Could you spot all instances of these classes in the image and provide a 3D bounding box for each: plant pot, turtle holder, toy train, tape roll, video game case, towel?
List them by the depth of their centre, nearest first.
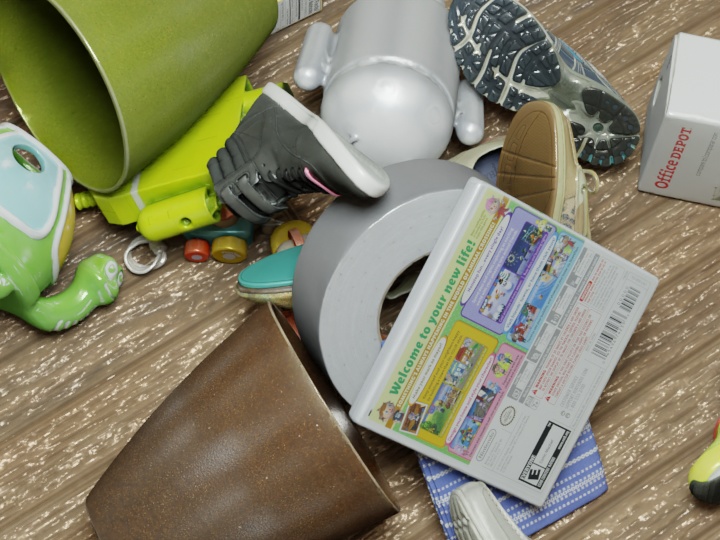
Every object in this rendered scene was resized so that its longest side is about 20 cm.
[{"bbox_3d":[0.110,0.057,1.321,0.181,0.022,0.201,26,94,-25],"label":"video game case"},{"bbox_3d":[-0.102,0.156,1.328,0.199,0.187,0.188,-32,69,0],"label":"plant pot"},{"bbox_3d":[0.049,0.019,1.358,0.199,0.202,0.066,-23,31,-11],"label":"tape roll"},{"bbox_3d":[0.104,0.116,1.358,0.144,0.024,0.202,-25,111,-13],"label":"towel"},{"bbox_3d":[-0.286,-0.036,1.419,0.184,0.141,0.132,30,67,13],"label":"turtle holder"},{"bbox_3d":[-0.169,-0.193,1.430,0.199,0.188,0.187,-33,70,-28],"label":"plant pot"},{"bbox_3d":[-0.097,0.003,1.451,0.200,0.056,0.150,39,70,15],"label":"toy train"}]

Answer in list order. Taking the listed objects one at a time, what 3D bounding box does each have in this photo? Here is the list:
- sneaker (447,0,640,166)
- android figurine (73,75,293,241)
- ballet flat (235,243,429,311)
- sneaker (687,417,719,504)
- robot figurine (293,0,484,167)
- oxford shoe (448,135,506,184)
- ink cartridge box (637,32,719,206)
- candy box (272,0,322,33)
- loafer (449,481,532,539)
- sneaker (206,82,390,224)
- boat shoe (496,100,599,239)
[{"bbox_3d":[0.151,-0.169,1.498,0.200,0.086,0.078,41,108,-13],"label":"sneaker"},{"bbox_3d":[-0.151,-0.098,1.468,0.198,0.041,0.183,-16,41,15],"label":"android figurine"},{"bbox_3d":[0.000,0.000,1.404,0.198,0.071,0.071,-23,68,-6],"label":"ballet flat"},{"bbox_3d":[0.317,0.104,1.410,0.090,0.078,0.200,36,64,23],"label":"sneaker"},{"bbox_3d":[0.028,-0.157,1.478,0.168,0.113,0.201,16,46,-5],"label":"robot figurine"},{"bbox_3d":[0.070,-0.059,1.464,0.199,0.074,0.071,-35,94,-14],"label":"oxford shoe"},{"bbox_3d":[0.340,-0.112,1.462,0.198,0.145,0.085,13,67,5],"label":"ink cartridge box"},{"bbox_3d":[-0.145,-0.248,1.563,0.199,0.055,0.116,-28,71,-12],"label":"candy box"},{"bbox_3d":[0.139,0.242,1.330,0.069,0.070,0.201,-33,89,-17],"label":"loafer"},{"bbox_3d":[-0.050,-0.068,1.323,0.099,0.071,0.200,-51,33,1],"label":"sneaker"},{"bbox_3d":[0.156,-0.039,1.430,0.062,0.073,0.203,-10,106,-35],"label":"boat shoe"}]
